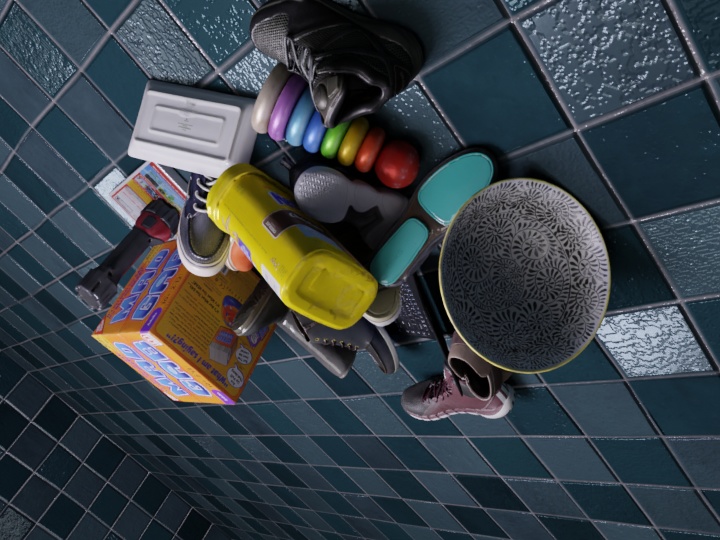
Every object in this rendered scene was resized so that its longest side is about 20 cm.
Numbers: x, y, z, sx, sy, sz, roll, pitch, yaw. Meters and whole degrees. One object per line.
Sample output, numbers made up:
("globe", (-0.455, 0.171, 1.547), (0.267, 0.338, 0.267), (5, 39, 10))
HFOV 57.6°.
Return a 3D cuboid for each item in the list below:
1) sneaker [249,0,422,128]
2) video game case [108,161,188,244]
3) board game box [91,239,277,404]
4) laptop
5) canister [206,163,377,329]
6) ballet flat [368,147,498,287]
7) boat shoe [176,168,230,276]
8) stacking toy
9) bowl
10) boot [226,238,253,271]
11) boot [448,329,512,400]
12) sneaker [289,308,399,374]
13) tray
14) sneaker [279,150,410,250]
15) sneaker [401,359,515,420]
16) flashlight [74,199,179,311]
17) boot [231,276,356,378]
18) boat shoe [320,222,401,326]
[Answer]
("sneaker", (-0.046, -0.214, 0.665), (0.196, 0.115, 0.077), (24, 143, 16))
("video game case", (-0.336, -0.108, 1.107), (0.198, 0.018, 0.143), (-17, 122, 49))
("board game box", (-0.290, 0.086, 1.130), (0.197, 0.202, 0.201), (-7, 135, 42))
("laptop", (0.054, 0.073, 0.940), (0.197, 0.104, 0.179), (4, 136, 35))
("canister", (-0.082, -0.029, 0.783), (0.148, 0.087, 0.200), (31, -169, -49))
("ballet flat", (0.083, -0.063, 0.765), (0.073, 0.073, 0.200), (38, 110, -10))
("boat shoe", (-0.203, -0.098, 0.870), (0.073, 0.203, 0.094), (3, 141, -14))
("stacking toy", (-0.023, -0.154, 0.753), (0.197, 0.086, 0.086), (29, 146, -3))
("bowl", (0.166, 0.007, 0.729), (0.199, 0.202, 0.094), (37, 169, -8))
("boot", (-0.145, -0.047, 0.985), (0.106, 0.076, 0.201), (27, 144, -1))
("boot", (0.144, 0.053, 0.804), (0.069, 0.147, 0.201), (-8, 128, 46))
("sneaker", (-0.025, 0.102, 1.015), (0.202, 0.106, 0.075), (56, 164, -18))
("tray", (-0.221, -0.186, 0.850), (0.196, 0.110, 0.022), (16, 178, 23))
("sneaker", (-0.010, -0.092, 0.820), (0.198, 0.076, 0.114), (21, -163, -37))
("sneaker", (0.133, 0.174, 1.021), (0.197, 0.077, 0.116), (-10, 136, 32))
("flashlight", (-0.366, -0.024, 1.040), (0.067, 0.202, 0.068), (-2, 135, 41))
("boot", (-0.096, 0.102, 1.047), (0.072, 0.183, 0.201), (-29, 108, 33))
("boat shoe", (0.000, 0.000, 0.862), (0.069, 0.073, 0.202), (81, 165, -50))
